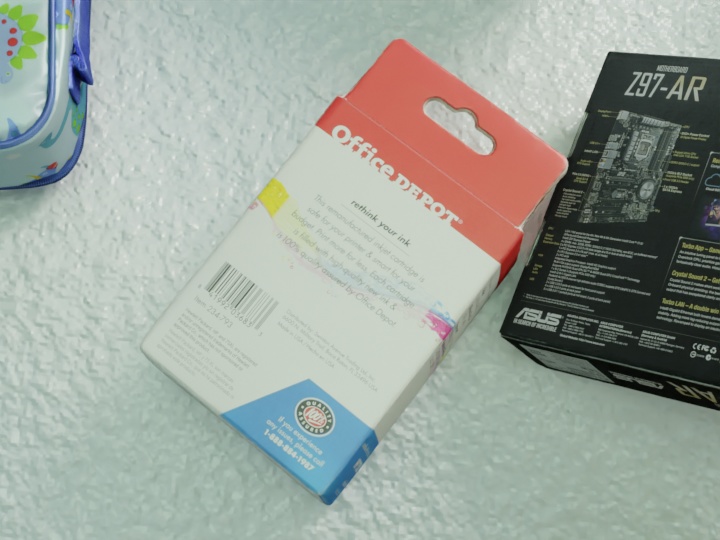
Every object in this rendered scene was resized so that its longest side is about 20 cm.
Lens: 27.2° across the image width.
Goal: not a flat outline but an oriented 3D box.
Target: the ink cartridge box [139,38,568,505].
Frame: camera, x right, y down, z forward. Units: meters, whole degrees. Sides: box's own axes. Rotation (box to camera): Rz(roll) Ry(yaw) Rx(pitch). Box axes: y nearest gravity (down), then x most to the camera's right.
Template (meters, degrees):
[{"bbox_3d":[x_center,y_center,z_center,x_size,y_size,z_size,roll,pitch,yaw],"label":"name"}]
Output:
[{"bbox_3d":[0.000,0.000,0.735,0.116,0.067,0.200,37,81,11],"label":"ink cartridge box"}]

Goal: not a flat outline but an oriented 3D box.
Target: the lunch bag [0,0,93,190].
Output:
[{"bbox_3d":[-0.217,-0.140,0.776,0.159,0.083,0.202,-4,76,3],"label":"lunch bag"}]

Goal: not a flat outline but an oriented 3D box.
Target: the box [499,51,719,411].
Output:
[{"bbox_3d":[0.178,-0.016,0.688,0.199,0.043,0.161,11,73,42],"label":"box"}]
